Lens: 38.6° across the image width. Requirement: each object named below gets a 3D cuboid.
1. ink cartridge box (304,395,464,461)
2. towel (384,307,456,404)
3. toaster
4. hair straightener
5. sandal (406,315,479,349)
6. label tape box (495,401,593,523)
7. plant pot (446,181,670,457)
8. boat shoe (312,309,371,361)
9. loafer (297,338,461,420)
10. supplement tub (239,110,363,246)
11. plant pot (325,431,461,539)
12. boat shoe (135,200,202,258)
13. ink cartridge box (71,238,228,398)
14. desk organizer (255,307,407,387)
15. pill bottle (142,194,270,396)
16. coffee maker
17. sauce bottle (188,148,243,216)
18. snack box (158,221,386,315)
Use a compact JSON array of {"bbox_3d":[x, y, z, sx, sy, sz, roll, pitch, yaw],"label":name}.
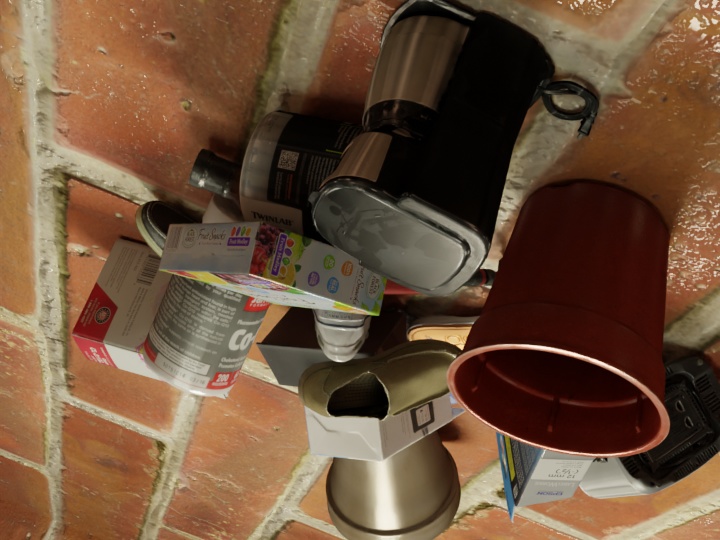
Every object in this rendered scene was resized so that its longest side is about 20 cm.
[{"bbox_3d":[0.036,0.172,1.297,0.115,0.199,0.068,-3,100,37],"label":"ink cartridge box"},{"bbox_3d":[0.076,0.118,1.334,0.199,0.024,0.146,34,148,-23],"label":"towel"},{"bbox_3d":[0.309,0.183,1.144,0.114,0.199,0.129,60,154,7],"label":"toaster"},{"bbox_3d":[0.065,0.001,1.055,0.198,0.042,0.077,-6,-177,-31],"label":"hair straightener"},{"bbox_3d":[0.148,0.093,1.197,0.204,0.060,0.079,-5,140,26],"label":"sandal"},{"bbox_3d":[0.201,0.165,1.121,0.065,0.145,0.201,1,140,-5],"label":"label tape box"},{"bbox_3d":[0.198,0.038,0.955,0.198,0.197,0.202,14,150,9],"label":"plant pot"},{"bbox_3d":[-0.026,0.062,1.167,0.073,0.068,0.200,7,-177,5],"label":"boat shoe"},{"bbox_3d":[0.031,0.131,1.150,0.197,0.068,0.077,-12,116,-13],"label":"loafer"},{"bbox_3d":[-0.003,-0.075,0.967,0.198,0.124,0.123,12,150,14],"label":"supplement tub"},{"bbox_3d":[0.041,0.264,1.456,0.197,0.201,0.175,9,132,18],"label":"plant pot"},{"bbox_3d":[-0.174,-0.023,1.219,0.199,0.074,0.065,37,131,-26],"label":"boat shoe"},{"bbox_3d":[-0.240,0.062,1.309,0.198,0.147,0.083,15,151,10],"label":"ink cartridge box"},{"bbox_3d":[-0.025,0.098,1.271,0.198,0.077,0.072,1,129,41],"label":"desk organizer"},{"bbox_3d":[-0.156,0.026,1.140,0.113,0.114,0.202,24,108,-7],"label":"pill bottle"},{"bbox_3d":[0.078,-0.093,0.809,0.190,0.202,0.135,12,150,14],"label":"coffee maker"},{"bbox_3d":[-0.080,-0.074,1.077,0.198,0.067,0.066,24,150,-1],"label":"sauce bottle"},{"bbox_3d":[-0.086,-0.003,0.972,0.141,0.054,0.199,17,173,-32],"label":"snack box"}]
